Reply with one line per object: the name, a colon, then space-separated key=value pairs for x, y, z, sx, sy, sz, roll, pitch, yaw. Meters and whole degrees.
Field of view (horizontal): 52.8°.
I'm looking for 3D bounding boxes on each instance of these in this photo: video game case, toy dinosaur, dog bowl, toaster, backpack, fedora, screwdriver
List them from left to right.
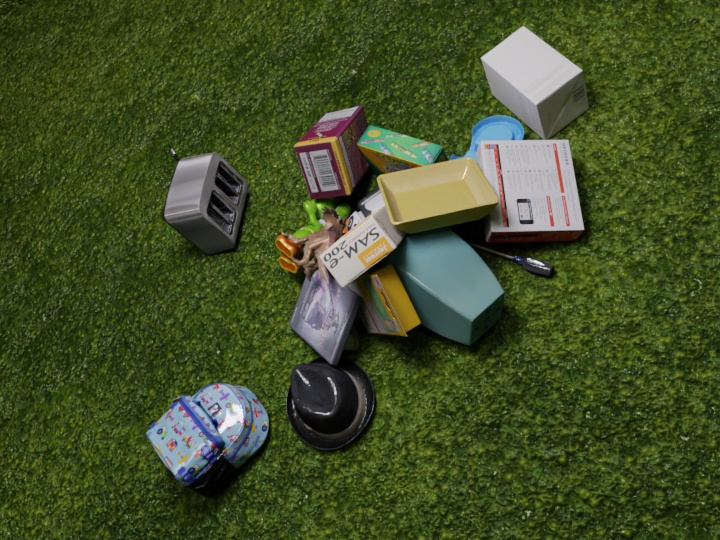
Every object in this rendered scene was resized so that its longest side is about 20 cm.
toaster: x=-0.363 y=-0.164 z=1.701 sx=0.118 sy=0.200 sz=0.182 roll=-8 pitch=58 yaw=26
backpack: x=-0.290 y=0.312 z=1.424 sx=0.200 sy=0.135 sz=0.183 roll=-41 pitch=53 yaw=-6
fedora: x=-0.073 y=0.238 z=1.387 sx=0.199 sy=0.092 sz=0.202 roll=-12 pitch=57 yaw=19
video game case: x=-0.075 y=0.084 z=1.455 sx=0.200 sy=0.019 sz=0.144 roll=33 pitch=105 yaw=55
toy dinosaur: x=-0.073 y=-0.058 z=1.454 sx=0.135 sy=0.086 sz=0.200 roll=-32 pitch=32 yaw=4
dog bowl: x=0.261 y=-0.234 z=1.502 sx=0.111 sy=0.050 sz=0.200 roll=25 pitch=66 yaw=29
screwdriver: x=0.285 y=-0.032 z=1.414 sx=0.199 sy=0.028 sz=0.029 roll=27 pitch=104 yaw=31

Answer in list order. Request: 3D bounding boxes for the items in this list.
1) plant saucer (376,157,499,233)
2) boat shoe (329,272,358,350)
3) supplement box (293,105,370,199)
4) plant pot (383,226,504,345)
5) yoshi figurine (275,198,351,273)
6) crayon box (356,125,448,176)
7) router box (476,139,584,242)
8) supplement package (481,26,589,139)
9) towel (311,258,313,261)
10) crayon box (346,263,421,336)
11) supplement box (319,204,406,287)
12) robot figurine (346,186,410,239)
plant saucer: x=0.143 y=-0.137 z=1.374 sx=0.198 sy=0.049 sz=0.200 roll=-12 pitch=34 yaw=0
boat shoe: x=-0.054 y=0.082 z=1.499 sx=0.073 sy=0.062 sz=0.201 roll=-44 pitch=44 yaw=35
supplement box: x=-0.051 y=-0.263 z=1.603 sx=0.102 sy=0.132 sz=0.200 roll=-4 pitch=30 yaw=24
plant pot: x=0.162 y=0.033 z=1.353 sx=0.141 sy=0.142 sz=0.200 roll=-37 pitch=59 yaw=-21
yoshi figurine: x=-0.109 y=-0.093 z=1.589 sx=0.200 sy=0.112 sz=0.112 roll=-42 pitch=15 yaw=-30
crayon box: x=0.101 y=-0.235 z=1.569 sx=0.199 sy=0.119 sz=0.058 roll=24 pitch=74 yaw=34
router box: x=0.324 y=-0.154 z=1.399 sx=0.178 sy=0.049 sz=0.201 roll=-1 pitch=67 yaw=-3
supplement package: x=0.369 y=-0.398 z=1.535 sx=0.119 sy=0.121 sz=0.200 roll=-37 pitch=53 yaw=1
towel: x=0.000 y=0.000 z=1.502 sx=0.199 sy=0.086 sz=0.018 roll=12 pitch=92 yaw=30
crayon box: x=0.041 y=0.055 z=1.357 sx=0.051 sy=0.126 sz=0.200 roll=-29 pitch=7 yaw=-18
supplement box: x=0.013 y=-0.053 z=1.347 sx=0.126 sy=0.200 sz=0.074 roll=-37 pitch=94 yaw=16
robot figurine: x=0.065 y=-0.105 z=1.503 sx=0.199 sy=0.125 sz=0.150 roll=-34 pitch=13 yaw=3
